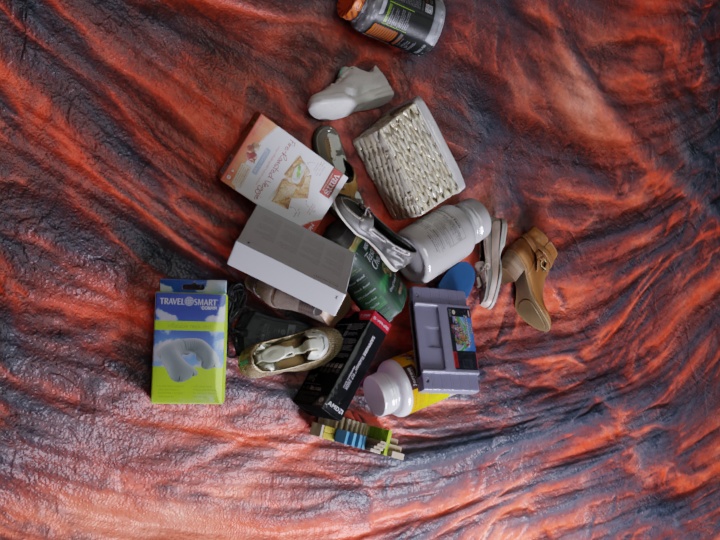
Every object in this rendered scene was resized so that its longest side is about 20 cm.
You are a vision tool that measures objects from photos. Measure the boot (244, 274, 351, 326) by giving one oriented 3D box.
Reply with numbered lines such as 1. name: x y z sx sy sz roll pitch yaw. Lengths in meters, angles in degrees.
1. boot: -0.111 0.038 1.324 0.072 0.143 0.199 -68 160 2

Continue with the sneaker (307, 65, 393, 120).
1. sneaker: -0.030 -0.352 1.442 0.197 0.075 0.090 -20 83 -36

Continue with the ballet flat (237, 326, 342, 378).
1. ballet flat: -0.111 0.140 1.277 0.196 0.065 0.072 -16 81 -24

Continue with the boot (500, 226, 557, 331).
1. boot: 0.392 0.018 1.661 0.201 0.076 0.155 51 60 -9

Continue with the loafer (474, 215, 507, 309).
1. loafer: 0.266 -0.020 1.590 0.061 0.072 0.205 15 71 -11

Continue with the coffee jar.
1. coffee jar: 0.000 0.000 1.400 0.201 0.084 0.105 49 29 -18

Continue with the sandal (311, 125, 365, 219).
1. sandal: -0.035 -0.181 1.422 0.080 0.054 0.205 -17 94 -30

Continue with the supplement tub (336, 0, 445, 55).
1. supplement tub: 0.059 -0.514 1.470 0.196 0.122 0.126 13 79 -30

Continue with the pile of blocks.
1. pile of blocks: 0.001 0.298 1.387 0.196 0.082 0.064 22 75 -27

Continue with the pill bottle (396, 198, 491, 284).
1. pill bottle: 0.167 -0.066 1.499 0.198 0.113 0.117 -30 101 -30

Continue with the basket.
1. basket: 0.090 -0.212 1.458 0.122 0.135 0.203 -34 103 -24

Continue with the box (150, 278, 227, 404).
1. box: -0.281 0.116 1.234 0.118 0.048 0.206 2 85 -9

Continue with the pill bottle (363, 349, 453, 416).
1. pill bottle: 0.105 0.212 1.440 0.196 0.108 0.112 -16 94 -31

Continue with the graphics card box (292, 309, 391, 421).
1. graphics card box: -0.034 0.169 1.352 0.051 0.124 0.202 40 67 -22

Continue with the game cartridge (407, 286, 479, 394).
1. game cartridge: 0.159 0.132 1.420 0.126 0.038 0.205 3 66 -20

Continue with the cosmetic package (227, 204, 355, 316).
1. cosmetic package: -0.112 -0.020 1.259 0.196 0.152 0.052 26 115 -6

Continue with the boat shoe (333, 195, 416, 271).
1. boat shoe: 0.029 -0.079 1.376 0.200 0.056 0.068 44 24 -31

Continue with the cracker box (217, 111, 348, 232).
1. cracker box: -0.138 -0.168 1.332 0.198 0.058 0.136 32 94 -25

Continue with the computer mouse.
1. computer mouse: -0.166 0.117 1.324 0.196 0.053 0.142 22 73 -17

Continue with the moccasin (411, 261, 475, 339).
1. moccasin: 0.158 0.060 1.513 0.081 0.068 0.200 46 65 -9
